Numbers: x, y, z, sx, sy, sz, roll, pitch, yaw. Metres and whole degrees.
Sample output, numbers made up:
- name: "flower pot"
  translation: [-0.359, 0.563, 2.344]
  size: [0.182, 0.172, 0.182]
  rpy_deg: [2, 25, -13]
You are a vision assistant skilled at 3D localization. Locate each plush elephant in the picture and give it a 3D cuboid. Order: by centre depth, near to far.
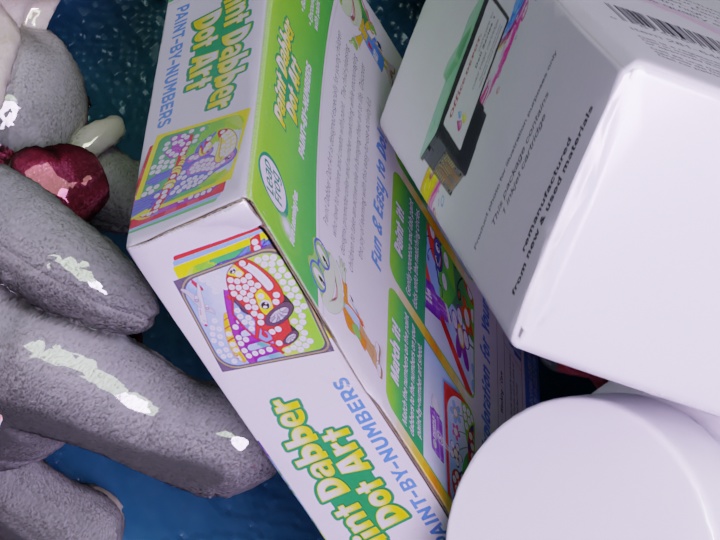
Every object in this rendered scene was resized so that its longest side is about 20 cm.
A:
- name: "plush elephant"
  translation: [-0.115, -0.011, 0.852]
  size: [0.199, 0.165, 0.156]
  rpy_deg: [28, 58, -11]

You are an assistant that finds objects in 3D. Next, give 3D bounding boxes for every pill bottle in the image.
- name: "pill bottle"
  translation: [0.121, 0.084, 0.780]
  size: [0.199, 0.115, 0.117]
  rpy_deg: [1, 68, -51]

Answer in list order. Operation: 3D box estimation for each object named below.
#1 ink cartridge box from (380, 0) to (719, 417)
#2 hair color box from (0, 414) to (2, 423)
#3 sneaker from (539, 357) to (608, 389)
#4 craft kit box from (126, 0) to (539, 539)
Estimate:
- name: "ink cartridge box"
  translation: [0.099, -0.028, 0.746]
  size: [0.144, 0.200, 0.084]
  rpy_deg: [19, 106, -16]
- name: "hair color box"
  translation: [-0.164, 0.096, 0.760]
  size: [0.064, 0.200, 0.111]
  rpy_deg: [32, 70, 2]
- name: "sneaker"
  translation: [0.094, -0.005, 0.892]
  size: [0.087, 0.074, 0.201]
  rpy_deg: [-35, 118, -12]
- name: "craft kit box"
  translation: [0.000, 0.000, 0.819]
  size: [0.048, 0.198, 0.201]
  rpy_deg: [-20, 32, 15]
